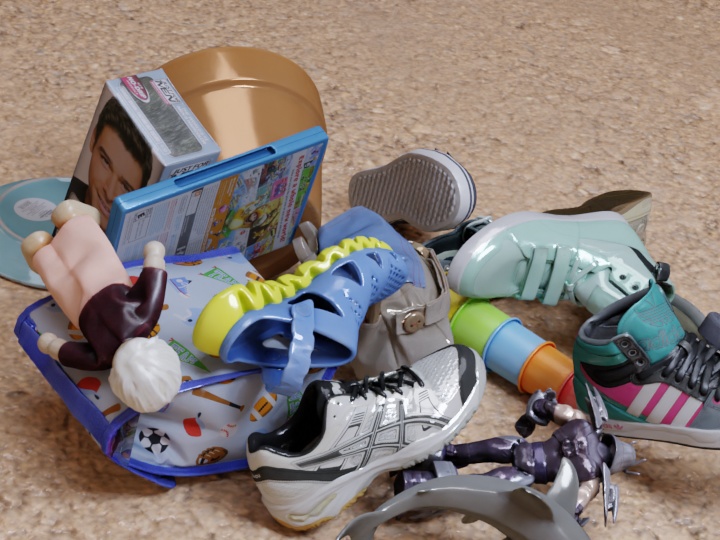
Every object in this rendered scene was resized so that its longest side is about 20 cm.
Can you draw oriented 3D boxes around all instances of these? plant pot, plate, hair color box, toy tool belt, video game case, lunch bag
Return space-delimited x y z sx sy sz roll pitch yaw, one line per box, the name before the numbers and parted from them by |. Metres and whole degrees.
plant pot | -0.117 -0.081 1.699 0.199 0.200 0.140 -2 50 -19
plate | -0.268 -0.044 1.738 0.199 0.026 0.200 7 32 -4
hair color box | -0.193 -0.062 1.599 0.060 0.200 0.099 -18 59 -38
toy tool belt | 0.000 0.000 1.612 0.125 0.123 0.200 -33 40 0
video game case | -0.125 -0.040 1.553 0.200 0.143 0.018 -22 62 -31
lunch bag | -0.151 0.078 1.478 0.199 0.124 0.170 -7 35 -37

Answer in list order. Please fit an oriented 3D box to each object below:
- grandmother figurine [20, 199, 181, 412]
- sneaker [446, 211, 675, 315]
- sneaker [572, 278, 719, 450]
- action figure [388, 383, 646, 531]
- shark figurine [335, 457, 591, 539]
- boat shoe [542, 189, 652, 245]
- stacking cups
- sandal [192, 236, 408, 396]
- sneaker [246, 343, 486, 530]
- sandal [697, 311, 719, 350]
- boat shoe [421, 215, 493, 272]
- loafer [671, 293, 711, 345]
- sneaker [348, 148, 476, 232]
grandmother figurine | -0.186 0.028 1.404 0.060 0.121 0.200 24 22 -44
sneaker | 0.179 0.007 1.625 0.200 0.074 0.118 -10 41 -29
sneaker | 0.250 0.067 1.477 0.199 0.121 0.084 0 33 32
action figure | 0.123 0.150 1.466 0.199 0.070 0.130 -3 48 -3
shark figurine | 0.093 0.176 1.369 0.214 0.090 0.129 14 70 -3
boat shoe | 0.215 -0.027 1.796 0.072 0.065 0.200 7 18 37
stacking cups | 0.133 0.077 1.628 0.060 0.061 0.200 -22 47 -41
sandal | -0.032 0.039 1.427 0.200 0.080 0.087 -27 64 -40
sneaker | 0.005 0.109 1.419 0.200 0.088 0.076 -36 28 -11
sandal | 0.359 0.083 1.638 0.200 0.043 0.076 21 17 -35
boat shoe | 0.115 -0.016 1.761 0.073 0.062 0.200 32 37 33
loafer | 0.261 0.053 1.697 0.070 0.075 0.200 -36 46 -6
sneaker | 0.067 -0.077 1.776 0.079 0.079 0.200 -9 6 -28
